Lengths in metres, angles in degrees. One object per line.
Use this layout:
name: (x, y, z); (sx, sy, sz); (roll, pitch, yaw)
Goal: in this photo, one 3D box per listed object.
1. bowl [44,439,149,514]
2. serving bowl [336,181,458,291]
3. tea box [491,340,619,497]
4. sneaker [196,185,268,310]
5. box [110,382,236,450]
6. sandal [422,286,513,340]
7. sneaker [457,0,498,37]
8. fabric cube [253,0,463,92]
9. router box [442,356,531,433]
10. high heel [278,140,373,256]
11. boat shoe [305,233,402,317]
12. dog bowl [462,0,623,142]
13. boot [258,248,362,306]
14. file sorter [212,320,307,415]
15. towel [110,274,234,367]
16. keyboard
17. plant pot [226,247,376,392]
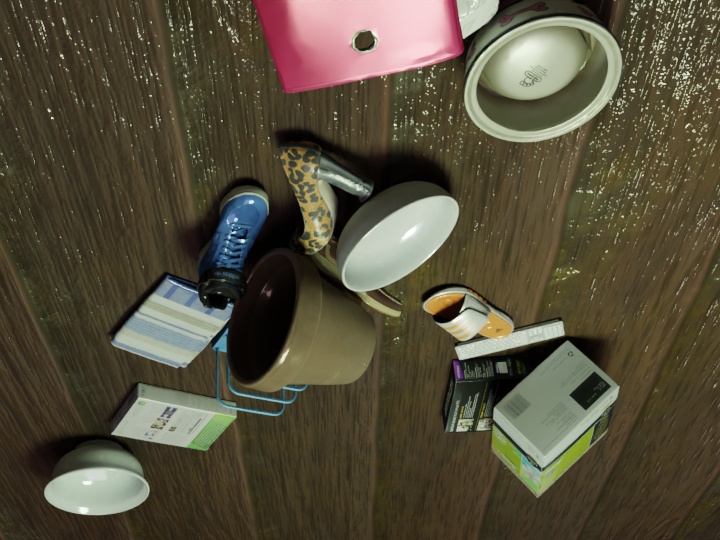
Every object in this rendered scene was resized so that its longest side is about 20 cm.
bowl: (-0.509, 0.392, 1.903); (0.196, 0.092, 0.203); (-5, 142, -4)
serving bowl: (0.043, -0.060, 1.403); (0.197, 0.066, 0.201); (-27, 154, -14)
tea box: (0.354, 0.275, 1.800); (0.199, 0.133, 0.198); (-37, 149, -18)
sneaker: (-0.182, -0.022, 1.399); (0.075, 0.113, 0.200); (14, 138, -26)
box: (-0.349, 0.276, 1.829); (0.197, 0.037, 0.144); (17, 136, -28)
sandal: (0.194, 0.089, 1.660); (0.204, 0.060, 0.079); (24, 133, -35)
sneaker: (0.129, -0.332, 1.103); (0.098, 0.076, 0.200); (-1, 147, -41)
fabric cube: (-0.013, -0.330, 0.952); (0.192, 0.203, 0.201); (-10, 143, 6)
router box: (0.240, 0.241, 1.875); (0.146, 0.052, 0.202); (-2, 143, -5)
high heel: (-0.090, -0.099, 1.367); (0.141, 0.072, 0.200); (27, 134, -23)
boat shoe: (0.000, 0.000, 1.493); (0.199, 0.072, 0.073); (36, 90, -26)
dog bowl: (0.217, -0.254, 1.201); (0.195, 0.075, 0.202); (-6, 144, -4)
boot: (-0.075, 0.018, 1.521); (0.199, 0.076, 0.073); (38, 136, -26)
file sorter: (-0.142, 0.134, 1.599); (0.136, 0.125, 0.200); (13, 141, -27)
towel: (-0.302, 0.086, 1.595); (0.145, 0.024, 0.200); (22, 132, -31)
keyboard: (0.270, 0.126, 1.766); (0.196, 0.011, 0.057); (-14, 143, 9)
plant pot: (-0.076, 0.088, 1.427); (0.172, 0.203, 0.200); (19, 136, -33)
